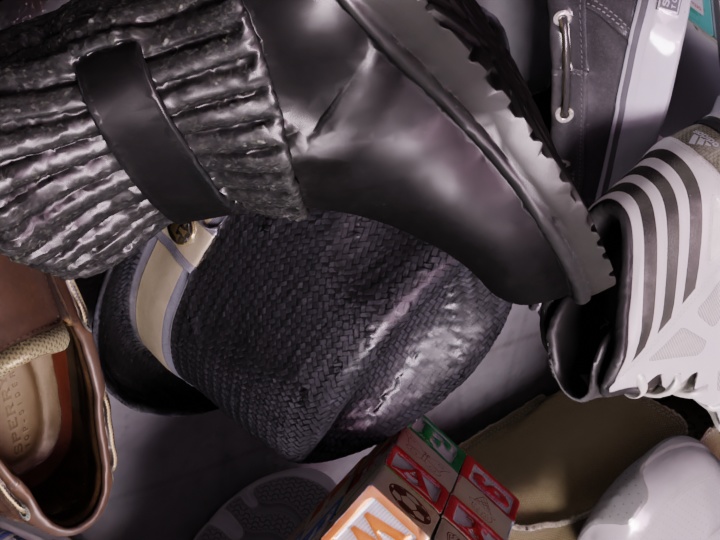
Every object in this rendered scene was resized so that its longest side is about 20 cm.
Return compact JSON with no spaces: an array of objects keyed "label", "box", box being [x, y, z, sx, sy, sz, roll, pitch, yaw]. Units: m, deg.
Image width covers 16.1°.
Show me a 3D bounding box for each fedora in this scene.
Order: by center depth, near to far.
[{"label":"fedora","box":[0.000,0.000,0.934,0.200,0.092,0.201,-32,153,-19]}]

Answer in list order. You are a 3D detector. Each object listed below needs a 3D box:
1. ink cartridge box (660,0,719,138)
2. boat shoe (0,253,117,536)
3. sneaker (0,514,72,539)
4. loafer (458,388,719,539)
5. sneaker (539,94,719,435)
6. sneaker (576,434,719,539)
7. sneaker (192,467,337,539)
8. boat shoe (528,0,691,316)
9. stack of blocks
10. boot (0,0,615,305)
[{"label":"ink cartridge box","box":[0.197,-0.130,0.984,0.146,0.146,0.201,-30,134,-16]},{"label":"boat shoe","box":[-0.125,0.008,0.881,0.075,0.075,0.203,-31,130,-17]},{"label":"sneaker","box":[-0.154,0.119,0.936,0.200,0.088,0.075,25,105,-44]},{"label":"loafer","box":[0.100,0.078,1.117,0.199,0.076,0.068,-17,129,-41]},{"label":"sneaker","box":[0.123,0.033,1.005,0.115,0.076,0.201,-30,130,-18]},{"label":"sneaker","box":[0.157,0.131,1.097,0.070,0.080,0.200,-49,146,2]},{"label":"sneaker","box":[-0.047,0.171,1.086,0.082,0.074,0.201,-31,142,-68]},{"label":"boat shoe","box":[0.081,-0.049,1.013,0.066,0.070,0.200,10,142,0]},{"label":"stack of blocks","box":[-0.031,0.154,0.972,0.200,0.059,0.115,-48,-179,15]},{"label":"boot","box":[-0.024,-0.032,0.820,0.157,0.080,0.211,-31,131,12]}]
